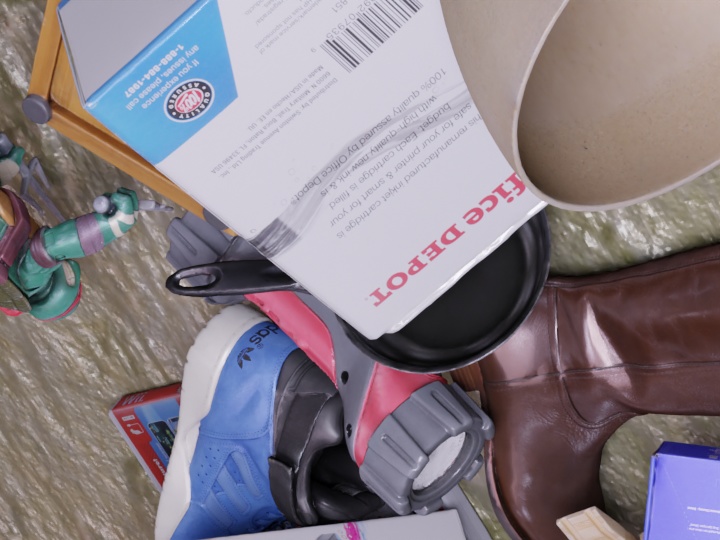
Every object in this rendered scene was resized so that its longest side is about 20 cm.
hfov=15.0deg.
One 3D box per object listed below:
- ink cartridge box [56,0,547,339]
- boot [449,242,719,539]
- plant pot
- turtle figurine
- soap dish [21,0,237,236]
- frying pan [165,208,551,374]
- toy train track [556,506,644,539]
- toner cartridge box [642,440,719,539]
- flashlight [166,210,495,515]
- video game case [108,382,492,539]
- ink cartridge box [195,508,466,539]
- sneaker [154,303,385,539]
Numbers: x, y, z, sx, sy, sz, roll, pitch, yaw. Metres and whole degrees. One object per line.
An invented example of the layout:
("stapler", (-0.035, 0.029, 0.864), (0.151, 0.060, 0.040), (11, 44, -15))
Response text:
("ink cartridge box", (-0.011, -0.084, 1.205), (0.145, 0.084, 0.200), (-40, 128, 13))
("boot", (0.151, 0.073, 1.336), (0.199, 0.064, 0.187), (-9, 121, 34))
("plant pot", (0.106, -0.142, 1.113), (0.135, 0.199, 0.201), (50, 144, 30))
("turtle figurine", (-0.181, -0.032, 1.406), (0.149, 0.101, 0.200), (19, 161, 40))
("soap dish", (-0.079, -0.121, 1.320), (0.157, 0.081, 0.201), (31, 138, 10))
("frying pan", (0.007, 0.014, 1.331), (0.189, 0.115, 0.031), (-27, 151, 11))
("toy train track", (0.172, 0.142, 1.351), (0.199, 0.033, 0.115), (-23, 140, 28))
("toner cartridge box", (0.231, 0.140, 1.273), (0.199, 0.043, 0.096), (7, 97, 11))
("flashlight", (-0.021, 0.037, 1.377), (0.200, 0.068, 0.068), (42, 140, 27))
("video game case", (-0.036, 0.115, 1.529), (0.199, 0.017, 0.143), (-15, 115, 42))
("ink cartridge box", (-0.011, 0.186, 1.459), (0.115, 0.199, 0.068), (-54, 47, 51))
("sneaker", (-0.043, 0.121, 1.469), (0.111, 0.077, 0.201), (30, 130, 25))
